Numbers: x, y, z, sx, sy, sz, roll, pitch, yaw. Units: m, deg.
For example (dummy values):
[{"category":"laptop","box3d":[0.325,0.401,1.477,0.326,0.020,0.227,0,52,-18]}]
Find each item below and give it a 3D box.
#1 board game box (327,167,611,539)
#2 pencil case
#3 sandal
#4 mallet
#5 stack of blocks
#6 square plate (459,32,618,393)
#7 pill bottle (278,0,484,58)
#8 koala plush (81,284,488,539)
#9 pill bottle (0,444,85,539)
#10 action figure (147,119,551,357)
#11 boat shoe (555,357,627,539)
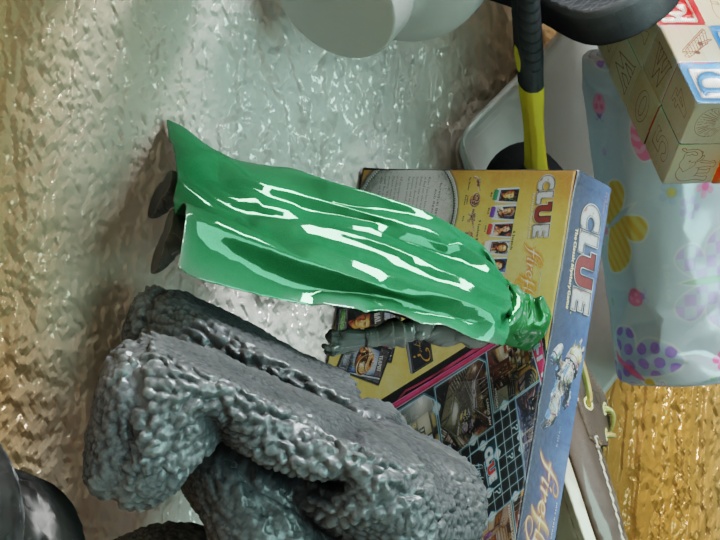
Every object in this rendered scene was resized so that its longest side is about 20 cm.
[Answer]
[{"category":"board game box","box3d":[0.045,0.050,1.340,0.035,0.135,0.201,24,73,-50]},{"category":"pencil case","box3d":[0.175,-0.035,1.501,0.090,0.083,0.201,-13,103,-31]},{"category":"sandal","box3d":[0.101,-0.147,1.383,0.076,0.200,0.043,-29,118,-4]},{"category":"mallet","box3d":[0.090,-0.082,1.348,0.041,0.066,0.201,-23,145,-14]},{"category":"stack of blocks","box3d":[0.185,-0.136,1.417,0.114,0.201,0.059,-2,137,-20]},{"category":"square plate","box3d":[0.128,-0.046,1.531,0.198,0.028,0.201,-48,127,-39]},{"category":"pill bottle","box3d":[0.037,-0.189,1.340,0.200,0.110,0.111,-49,128,-39]},{"category":"koala plush","box3d":[-0.060,0.140,1.180,0.201,0.183,0.177,-63,-176,8]},{"category":"pill bottle","box3d":[-0.202,0.096,1.041,0.200,0.111,0.113,28,70,-49]},{"category":"action figure","box3d":[0.000,0.000,1.256,0.199,0.055,0.118,17,36,-18]},{"category":"boat shoe","box3d":[0.099,0.070,1.399,0.059,0.072,0.201,-14,67,-23]}]
